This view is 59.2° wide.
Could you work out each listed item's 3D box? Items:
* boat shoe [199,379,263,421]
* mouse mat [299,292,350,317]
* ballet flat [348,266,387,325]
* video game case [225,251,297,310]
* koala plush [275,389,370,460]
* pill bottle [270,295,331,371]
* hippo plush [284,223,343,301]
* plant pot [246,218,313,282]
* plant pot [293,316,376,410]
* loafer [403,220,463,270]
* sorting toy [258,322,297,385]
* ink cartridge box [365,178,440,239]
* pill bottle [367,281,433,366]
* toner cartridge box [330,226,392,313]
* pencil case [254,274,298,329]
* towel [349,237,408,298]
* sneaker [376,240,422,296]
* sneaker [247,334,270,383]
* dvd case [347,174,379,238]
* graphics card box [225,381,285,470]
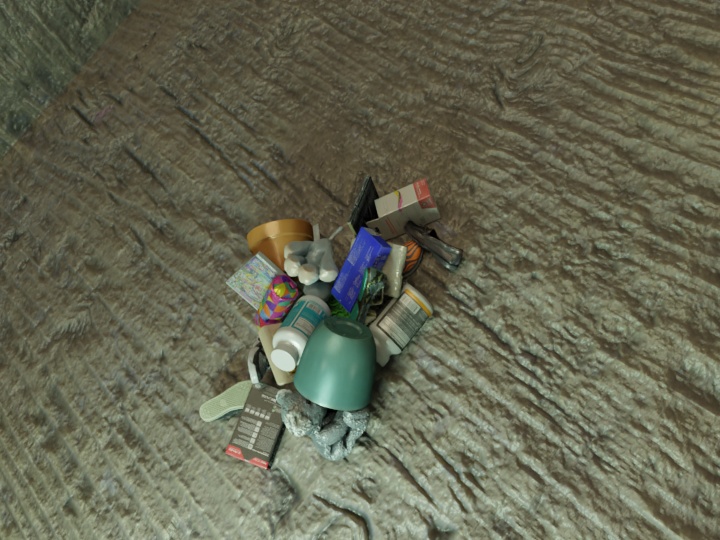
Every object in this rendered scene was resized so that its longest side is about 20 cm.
[{"bbox_3d":[-0.348,0.360,1.756,0.196,0.062,0.076,-24,72,-6],"label":"boat shoe"},{"bbox_3d":[-0.068,0.106,1.769,0.158,0.008,0.202,-27,55,-9],"label":"mouse mat"},{"bbox_3d":[0.018,0.088,1.590,0.074,0.073,0.204,43,127,36],"label":"ballet flat"},{"bbox_3d":[-0.284,0.038,1.802,0.199,0.143,0.018,-34,20,45],"label":"video game case"},{"bbox_3d":[-0.109,0.356,1.541,0.187,0.196,0.178,-63,26,11],"label":"koala plush"},{"bbox_3d":[-0.157,0.165,1.639,0.108,0.113,0.201,2,36,25],"label":"pill bottle"},{"bbox_3d":[-0.134,-0.001,1.747,0.154,0.163,0.203,5,47,-1],"label":"hippo plush"},{"bbox_3d":[-0.223,-0.046,1.848,0.195,0.200,0.144,-17,74,15],"label":"plant pot"},{"bbox_3d":[-0.048,0.209,1.519,0.198,0.198,0.165,26,109,33],"label":"plant pot"},{"bbox_3d":[0.201,-0.083,1.721,0.200,0.071,0.064,44,118,28],"label":"loafer"},{"bbox_3d":[-0.156,0.206,1.703,0.195,0.037,0.187,-10,51,-26],"label":"sorting toy"},{"bbox_3d":[0.115,-0.165,1.785,0.196,0.117,0.069,-22,56,12],"label":"ink cartridge box"},{"bbox_3d":[0.088,0.140,1.636,0.201,0.117,0.116,-49,55,-5],"label":"pill bottle"},{"bbox_3d":[0.000,0.000,1.638,0.095,0.042,0.203,45,117,40],"label":"toner cartridge box"},{"bbox_3d":[-0.234,0.095,1.758,0.086,0.201,0.090,12,56,-18],"label":"pencil case"},{"bbox_3d":[0.040,-0.011,1.652,0.197,0.034,0.137,15,98,45],"label":"towel"},{"bbox_3d":[0.083,-0.022,1.725,0.200,0.112,0.077,-45,54,-3],"label":"sneaker"},{"bbox_3d":[-0.237,0.230,1.726,0.110,0.077,0.201,-7,25,7],"label":"sneaker"},{"bbox_3d":[0.018,-0.149,1.770,0.016,0.201,0.152,14,70,21],"label":"dvd case"},{"bbox_3d":[-0.261,0.407,1.678,0.122,0.051,0.204,16,72,12],"label":"graphics card box"}]
